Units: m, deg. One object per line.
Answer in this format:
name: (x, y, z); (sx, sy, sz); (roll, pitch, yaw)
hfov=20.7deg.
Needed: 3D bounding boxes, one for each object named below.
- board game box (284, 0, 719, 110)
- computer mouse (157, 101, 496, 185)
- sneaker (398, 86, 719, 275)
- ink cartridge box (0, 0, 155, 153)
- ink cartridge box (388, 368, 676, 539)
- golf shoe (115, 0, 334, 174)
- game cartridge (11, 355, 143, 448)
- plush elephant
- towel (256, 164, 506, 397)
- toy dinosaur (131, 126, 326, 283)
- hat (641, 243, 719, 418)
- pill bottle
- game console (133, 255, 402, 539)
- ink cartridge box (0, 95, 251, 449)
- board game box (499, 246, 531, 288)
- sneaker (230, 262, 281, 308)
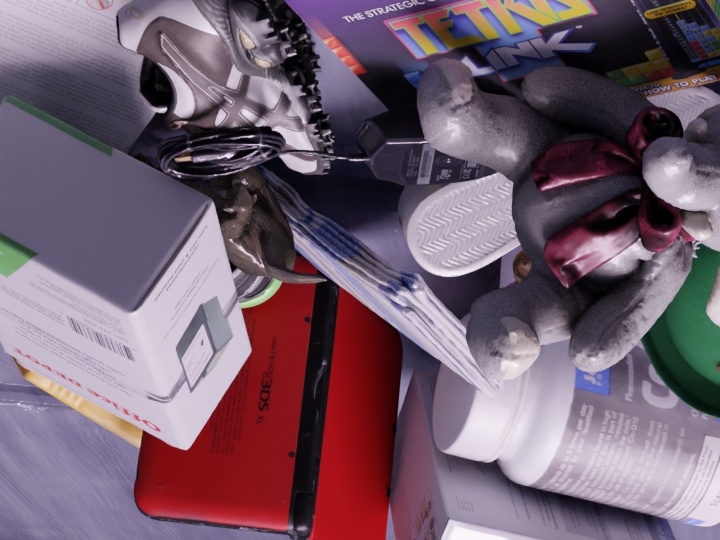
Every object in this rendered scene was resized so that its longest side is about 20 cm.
board game box: (0.083, -0.144, 1.032); (0.199, 0.057, 0.165); (-12, 149, 29)
computer mouse: (-0.011, -0.072, 1.068); (0.199, 0.034, 0.059); (-1, 157, -7)
sneaker: (0.114, -0.064, 1.162); (0.199, 0.074, 0.116); (-20, -168, -1)
ink cartridge box: (-0.174, -0.147, 1.109); (0.161, 0.050, 0.200); (20, 131, -25)
ink cartridge box: (0.116, 0.170, 1.375); (0.175, 0.200, 0.084); (15, 114, -12)
golf shoe: (-0.072, -0.108, 1.082); (0.094, 0.078, 0.200); (-16, 151, 7)
game cartridge: (-0.161, 0.094, 1.403); (0.200, 0.033, 0.176); (35, 179, -20)
plush elephant: (0.152, -0.037, 0.997); (0.199, 0.166, 0.154); (4, 162, -40)
towel: (0.000, 0.000, 1.236); (0.200, 0.024, 0.147); (36, 174, 40)
toy dinosaur: (-0.079, -0.037, 1.180); (0.199, 0.077, 0.102); (20, 158, 32)
hat: (0.199, -0.012, 1.103); (0.200, 0.166, 0.176); (-33, 152, 29)
pill bottle: (0.156, 0.096, 1.318); (0.199, 0.114, 0.114); (14, 151, -15)
game console: (-0.058, 0.101, 1.364); (0.171, 0.201, 0.119); (6, 152, 0)
ink cartridge box: (-0.153, 0.007, 1.156); (0.145, 0.084, 0.200); (27, 158, 16)
board game box: (0.215, 0.036, 1.360); (0.199, 0.041, 0.200); (-4, 150, 19)
sneaker: (-0.150, -0.007, 1.303); (0.199, 0.077, 0.084); (-13, 154, -2)
